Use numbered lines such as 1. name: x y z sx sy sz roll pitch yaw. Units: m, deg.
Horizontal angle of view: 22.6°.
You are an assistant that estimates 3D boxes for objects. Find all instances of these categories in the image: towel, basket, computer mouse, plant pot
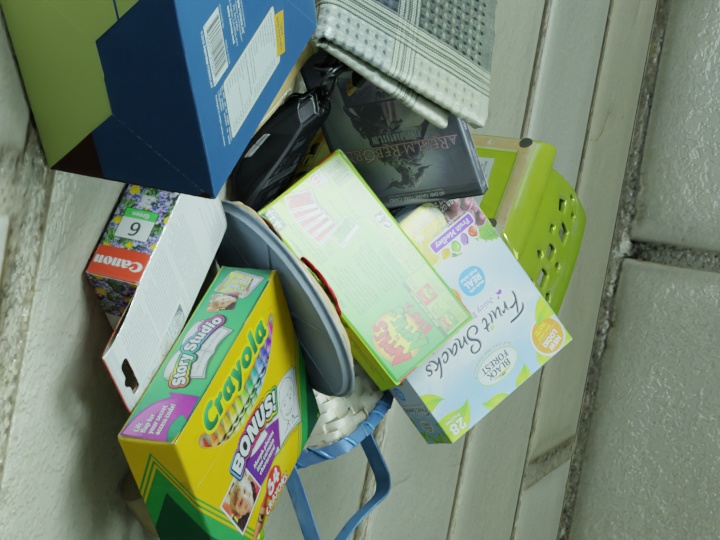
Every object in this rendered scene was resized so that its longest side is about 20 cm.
1. towel: 0.042 -0.236 1.567 0.200 0.035 0.193 27 58 -34
2. basket: -0.038 0.158 1.742 0.200 0.139 0.176 66 25 -8
3. computer mouse: -0.051 -0.143 1.611 0.200 0.046 0.140 -55 172 34
4. plant pot: 0.142 -0.052 2.139 0.182 0.199 0.200 69 36 -50

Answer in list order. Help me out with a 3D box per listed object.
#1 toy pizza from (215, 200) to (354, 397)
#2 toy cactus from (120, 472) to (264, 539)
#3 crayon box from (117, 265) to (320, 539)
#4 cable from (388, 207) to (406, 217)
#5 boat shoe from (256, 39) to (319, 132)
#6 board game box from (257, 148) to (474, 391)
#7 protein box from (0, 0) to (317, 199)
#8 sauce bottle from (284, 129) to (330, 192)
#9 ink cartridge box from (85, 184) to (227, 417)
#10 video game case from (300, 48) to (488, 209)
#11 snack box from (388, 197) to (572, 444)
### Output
1. toy pizza: -0.062 0.021 1.543 0.032 0.200 0.200 -35 144 -19
2. toy cactus: -0.157 0.222 1.563 0.165 0.102 0.200 51 52 -44
3. crayon box: -0.109 0.125 1.470 0.200 0.058 0.173 -62 150 -41
4. cable: 0.021 -0.004 1.846 0.200 0.163 0.051 64 4 -50
5. boat shoe: -0.072 -0.189 1.532 0.072 0.076 0.200 50 44 -37
6. board game box: 0.000 0.000 1.650 0.102 0.200 0.048 -40 -177 -19
7. protein box: -0.135 -0.196 1.250 0.199 0.135 0.200 83 25 -45
8. sauce bottle: -0.038 -0.078 1.754 0.065 0.065 0.200 83 24 -45
9. ink cartridge box: -0.170 0.007 1.414 0.109 0.050 0.200 76 31 -56
10. video game case: 0.024 -0.152 1.671 0.019 0.143 0.200 -51 127 -52
11. snack box: 0.080 0.039 1.736 0.169 0.200 0.068 -40 -170 -20
